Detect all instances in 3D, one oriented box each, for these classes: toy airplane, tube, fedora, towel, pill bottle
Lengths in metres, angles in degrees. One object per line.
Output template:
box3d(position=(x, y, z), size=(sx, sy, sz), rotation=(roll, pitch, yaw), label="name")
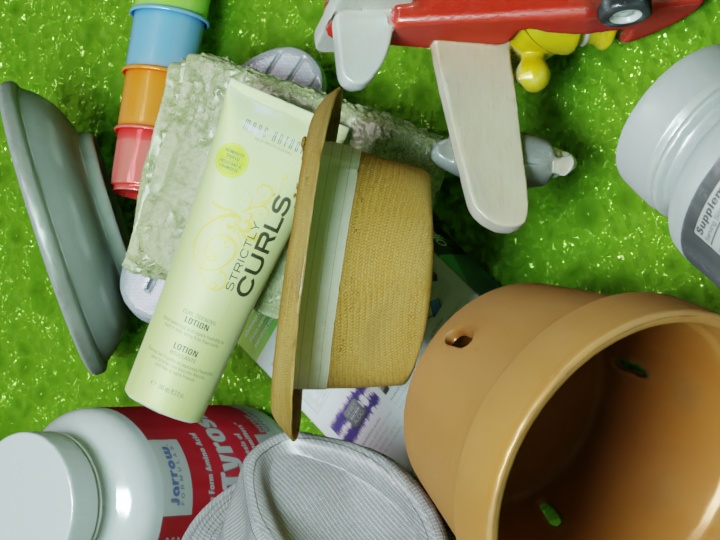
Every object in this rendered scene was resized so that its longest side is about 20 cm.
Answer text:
box3d(position=(0.070, -0.143, 1.445), size=(0.199, 0.141, 0.200), rotation=(36, 81, 17), label="toy airplane")
box3d(position=(-0.082, -0.009, 1.505), size=(0.052, 0.058, 0.200), rotation=(31, 100, 45), label="tube")
box3d(position=(0.000, 0.000, 1.414), size=(0.082, 0.201, 0.201), rotation=(8, 94, 1), label="fedora")
box3d(position=(-0.047, -0.043, 1.537), size=(0.200, 0.036, 0.149), rotation=(18, 97, 24), label="towel")
box3d(position=(-0.137, 0.140, 1.563), size=(0.112, 0.200, 0.113), rotation=(-1, 88, 39), label="pill bottle")
box3d(position=(0.234, -0.025, 1.325), size=(0.200, 0.113, 0.113), rotation=(46, 115, 31), label="pill bottle")
box3d(position=(-0.017, 0.157, 1.434), size=(0.200, 0.177, 0.090), rotation=(50, 156, 35), label="fedora")

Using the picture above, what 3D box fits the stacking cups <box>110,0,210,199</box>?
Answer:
box3d(position=(-0.130, -0.146, 1.636), size=(0.060, 0.060, 0.201), rotation=(5, 81, 39), label="stacking cups")

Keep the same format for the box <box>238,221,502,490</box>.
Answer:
box3d(position=(0.011, 0.035, 1.555), size=(0.200, 0.036, 0.145), rotation=(45, 115, 30), label="box")

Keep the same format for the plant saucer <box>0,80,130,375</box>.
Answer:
box3d(position=(-0.183, -0.033, 1.647), size=(0.050, 0.200, 0.201), rotation=(-18, 74, -1), label="plant saucer")

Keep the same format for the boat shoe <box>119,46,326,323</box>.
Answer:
box3d(position=(-0.085, -0.056, 1.611), size=(0.072, 0.071, 0.200), rotation=(38, 99, 14), label="boat shoe")

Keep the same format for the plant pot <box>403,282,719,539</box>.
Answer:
box3d(position=(0.115, 0.094, 1.380), size=(0.140, 0.200, 0.201), rotation=(31, 108, 52), label="plant pot")
